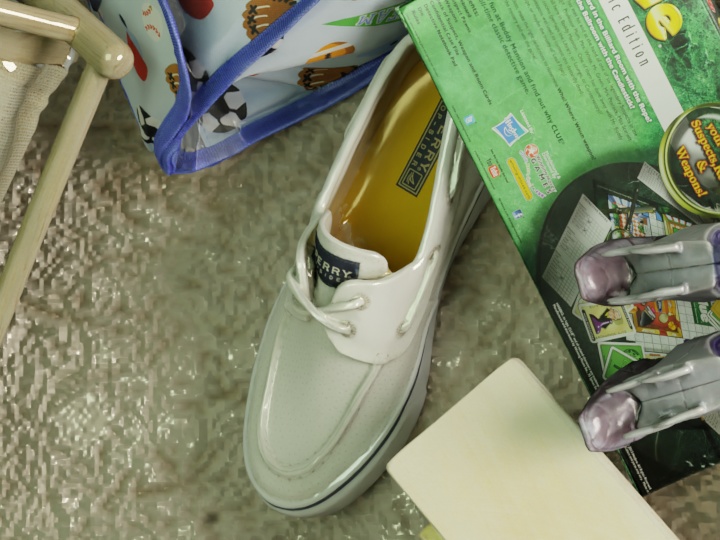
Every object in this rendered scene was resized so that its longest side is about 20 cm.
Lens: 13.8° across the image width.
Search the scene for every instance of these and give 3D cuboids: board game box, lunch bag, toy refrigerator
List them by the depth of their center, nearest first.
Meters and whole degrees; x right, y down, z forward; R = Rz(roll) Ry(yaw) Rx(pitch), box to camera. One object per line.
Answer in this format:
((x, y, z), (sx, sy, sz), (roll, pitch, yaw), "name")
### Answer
((0.097, 0.132, 1.050), (0.070, 0.076, 0.200), (-40, 66, -1), "toy refrigerator")
((0.103, -0.029, 1.069), (0.105, 0.023, 0.200), (-25, 92, 19), "board game box")
((-0.041, -0.152, 1.138), (0.200, 0.124, 0.170), (-34, 71, 36), "lunch bag")

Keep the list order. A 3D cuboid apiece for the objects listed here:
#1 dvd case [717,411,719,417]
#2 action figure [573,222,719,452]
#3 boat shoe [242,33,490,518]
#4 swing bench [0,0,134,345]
((0.240, 0.076, 1.009), (0.200, 0.016, 0.149), (-23, 92, 23), "dvd case")
((0.166, 0.008, 0.975), (0.200, 0.069, 0.130), (-15, 83, 37), "action figure")
((0.000, 0.000, 1.127), (0.071, 0.070, 0.200), (30, 98, 26), "boat shoe")
((-0.204, -0.055, 1.176), (0.199, 0.130, 0.200), (-65, 30, 20), "swing bench")
